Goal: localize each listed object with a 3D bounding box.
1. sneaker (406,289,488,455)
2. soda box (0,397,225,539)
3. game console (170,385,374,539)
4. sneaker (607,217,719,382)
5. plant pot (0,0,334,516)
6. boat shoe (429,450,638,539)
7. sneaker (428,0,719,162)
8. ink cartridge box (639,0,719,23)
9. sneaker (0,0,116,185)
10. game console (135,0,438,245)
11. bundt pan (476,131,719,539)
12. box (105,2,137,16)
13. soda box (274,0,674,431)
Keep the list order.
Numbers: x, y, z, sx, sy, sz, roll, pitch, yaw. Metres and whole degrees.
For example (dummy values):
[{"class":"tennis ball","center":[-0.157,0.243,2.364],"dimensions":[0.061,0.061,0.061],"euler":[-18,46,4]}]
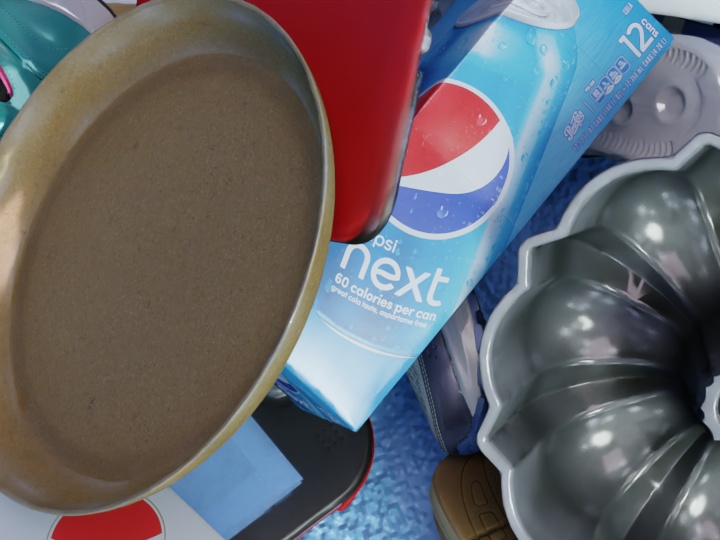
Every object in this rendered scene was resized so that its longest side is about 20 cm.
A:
[{"class":"sneaker","center":[0.000,0.000,0.865],"dimensions":[0.085,0.077,0.201],"euler":[-23,59,1]},{"class":"soda box","center":[-0.066,0.135,0.745],"dimensions":[0.064,0.068,0.200],"euler":[-40,57,-18]},{"class":"game console","center":[-0.113,0.073,0.848],"dimensions":[0.200,0.031,0.177],"euler":[-35,75,-16]},{"class":"sneaker","center":[0.144,0.074,0.852],"dimensions":[0.115,0.076,0.201],"euler":[-30,95,26]},{"class":"plant pot","center":[-0.080,-0.005,0.741],"dimensions":[0.199,0.027,0.201],"euler":[-18,60,35]},{"class":"boat shoe","center":[0.093,0.155,0.801],"dimensions":[0.073,0.063,0.200],"euler":[-22,59,-32]},{"class":"sneaker","center":[0.133,-0.083,0.909],"dimensions":[0.200,0.146,0.081],"euler":[25,105,44]},{"class":"ink cartridge box","center":[0.121,-0.160,0.894],"dimensions":[0.199,0.050,0.162],"euler":[11,24,-2]},{"class":"sneaker","center":[-0.210,-0.071,0.853],"dimensions":[0.199,0.084,0.121],"euler":[8,54,20]},{"class":"game console","center":[0.000,-0.101,0.798],"dimensions":[0.172,0.200,0.119],"euler":[-24,110,-33]},{"class":"bundt pan","center":[0.148,0.042,0.757],"dimensions":[0.201,0.076,0.203],"euler":[3,103,14]},{"class":"box","center":[-0.114,-0.028,0.859],"dimensions":[0.163,0.021,0.201],"euler":[3,61,16]},{"class":"soda box","center":[0.029,-0.037,0.780],"dimensions":[0.064,0.068,0.200],"euler":[42,79,-17]}]
